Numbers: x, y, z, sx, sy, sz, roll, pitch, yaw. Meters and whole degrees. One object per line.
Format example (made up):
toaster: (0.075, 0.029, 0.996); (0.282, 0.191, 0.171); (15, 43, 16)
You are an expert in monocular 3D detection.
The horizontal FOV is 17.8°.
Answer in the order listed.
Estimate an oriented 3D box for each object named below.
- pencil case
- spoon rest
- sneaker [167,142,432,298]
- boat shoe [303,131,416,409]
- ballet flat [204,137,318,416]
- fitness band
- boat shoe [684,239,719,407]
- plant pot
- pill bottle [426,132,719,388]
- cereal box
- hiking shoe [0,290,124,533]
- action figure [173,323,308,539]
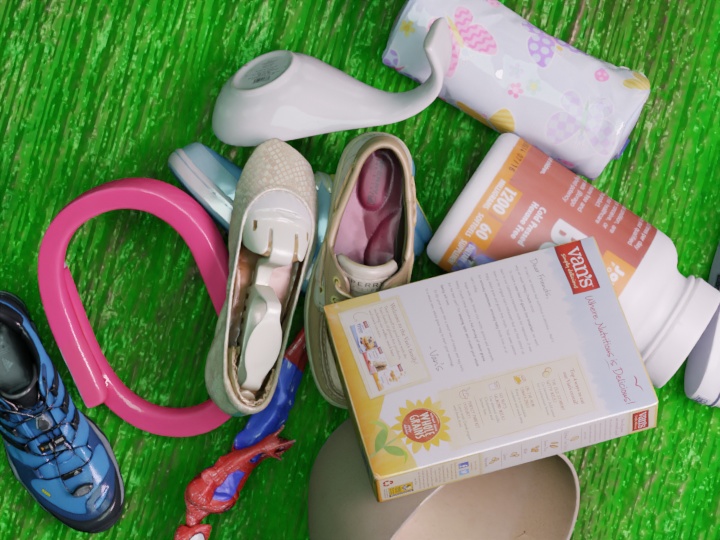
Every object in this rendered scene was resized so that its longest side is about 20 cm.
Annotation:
pencil case: (0.116, -0.148, 1.705); (0.199, 0.083, 0.091); (28, 83, 1)
spoon rest: (-0.020, -0.131, 1.680); (0.199, 0.100, 0.061); (-10, 125, 29)
sneaker: (-0.035, -0.058, 1.706); (0.200, 0.080, 0.131); (38, 87, -4)
boat shoe: (0.000, 0.000, 1.637); (0.074, 0.066, 0.201); (4, 91, -4)
ballet flat: (-0.063, 0.007, 1.633); (0.067, 0.062, 0.201); (9, 91, -19)
fitness band: (-0.154, 0.029, 1.689); (0.143, 0.037, 0.201); (-18, 105, 14)
boat shoe: (0.298, 0.008, 1.710); (0.065, 0.074, 0.201); (17, 95, -8)
plant pot: (0.039, 0.170, 1.654); (0.200, 0.200, 0.134); (-46, 52, -2)
pill bottle: (0.158, -0.003, 1.683); (0.200, 0.112, 0.112); (33, 88, 2)
cereal box: (0.087, 0.065, 1.567); (0.199, 0.040, 0.144); (-14, 56, -5)
hiking shoe: (-0.243, 0.108, 1.691); (0.074, 0.087, 0.201); (-32, 87, -1)
action figure: (-0.075, 0.124, 1.702); (0.052, 0.065, 0.200); (37, 87, 6)
